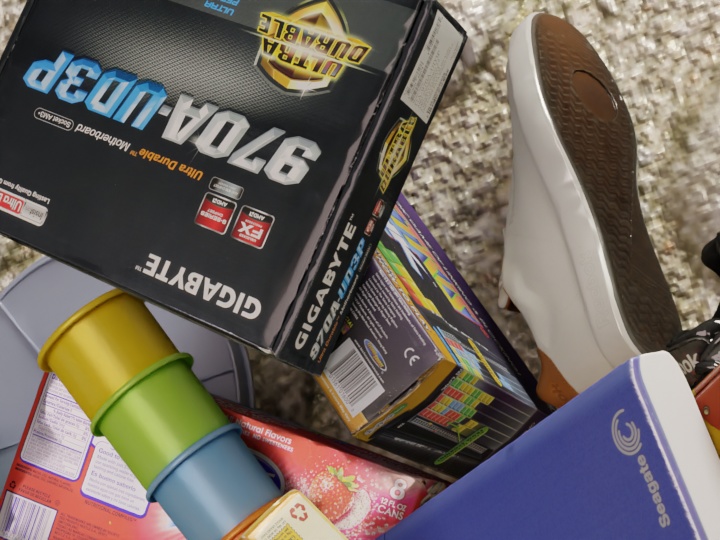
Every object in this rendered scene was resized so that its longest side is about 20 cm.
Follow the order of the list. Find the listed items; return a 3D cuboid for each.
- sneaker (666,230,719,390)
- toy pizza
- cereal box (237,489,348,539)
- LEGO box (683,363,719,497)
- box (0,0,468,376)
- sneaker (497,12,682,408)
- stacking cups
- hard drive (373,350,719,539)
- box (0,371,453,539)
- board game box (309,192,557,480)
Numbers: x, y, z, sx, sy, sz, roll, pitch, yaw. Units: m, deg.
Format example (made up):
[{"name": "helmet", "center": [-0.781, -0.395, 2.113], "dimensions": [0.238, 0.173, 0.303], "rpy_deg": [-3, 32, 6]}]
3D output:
[{"name": "sneaker", "center": [0.175, 0.069, 0.736], "dimensions": [0.097, 0.071, 0.202], "rpy_deg": [9, 79, -4]}, {"name": "toy pizza", "center": [-0.141, 0.082, 0.943], "dimensions": [0.199, 0.032, 0.202], "rpy_deg": [-5, 79, 25]}, {"name": "cereal box", "center": [0.009, 0.197, 0.682], "dimensions": [0.200, 0.039, 0.144], "rpy_deg": [44, 139, 9]}, {"name": "LEGO box", "center": [0.145, 0.143, 0.657], "dimensions": [0.200, 0.077, 0.150], "rpy_deg": [-54, 53, 44]}, {"name": "box", "center": [-0.072, -0.065, 0.740], "dimensions": [0.199, 0.046, 0.160], "rpy_deg": [22, 86, 29]}, {"name": "sneaker", "center": [0.089, -0.029, 0.822], "dimensions": [0.085, 0.072, 0.202], "rpy_deg": [-35, 52, 41]}, {"name": "stacking cups", "center": [-0.066, 0.103, 0.759], "dimensions": [0.060, 0.060, 0.201], "rpy_deg": [-40, 77, 15]}, {"name": "hard drive", "center": [0.077, 0.134, 0.663], "dimensions": [0.200, 0.025, 0.133], "rpy_deg": [-44, 60, 49]}, {"name": "box", "center": [-0.064, 0.117, 0.833], "dimensions": [0.198, 0.095, 0.101], "rpy_deg": [18, 87, 16]}, {"name": "board game box", "center": [0.000, 0.000, 0.808], "dimensions": [0.057, 0.165, 0.201], "rpy_deg": [-41, 63, 12]}]
